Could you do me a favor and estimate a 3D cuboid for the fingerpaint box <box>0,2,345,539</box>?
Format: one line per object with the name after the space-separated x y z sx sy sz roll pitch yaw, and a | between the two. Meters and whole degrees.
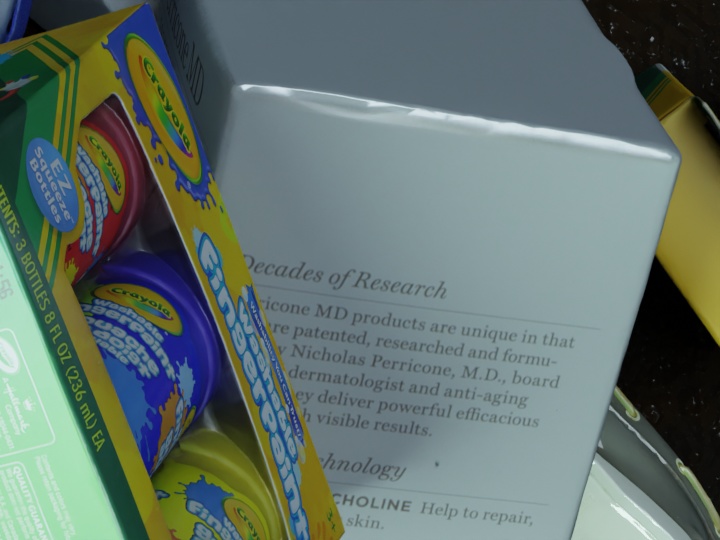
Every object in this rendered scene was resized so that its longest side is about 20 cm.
-0.085 0.036 0.907 0.073 0.167 0.201 -15 105 19 | fingerpaint box

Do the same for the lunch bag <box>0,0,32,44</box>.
-0.210 -0.138 1.056 0.199 0.170 0.124 24 38 1 | lunch bag

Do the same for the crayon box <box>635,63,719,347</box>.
0.147 -0.015 1.189 0.052 0.200 0.126 -35 96 5 | crayon box

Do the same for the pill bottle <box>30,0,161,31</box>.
-0.068 -0.188 1.181 0.114 0.114 0.200 42 73 -10 | pill bottle

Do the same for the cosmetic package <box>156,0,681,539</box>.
0.000 0.000 1.081 0.166 0.167 0.201 7 115 -14 | cosmetic package

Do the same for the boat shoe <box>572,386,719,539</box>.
0.077 0.065 1.231 0.202 0.072 0.060 49 31 4 | boat shoe
